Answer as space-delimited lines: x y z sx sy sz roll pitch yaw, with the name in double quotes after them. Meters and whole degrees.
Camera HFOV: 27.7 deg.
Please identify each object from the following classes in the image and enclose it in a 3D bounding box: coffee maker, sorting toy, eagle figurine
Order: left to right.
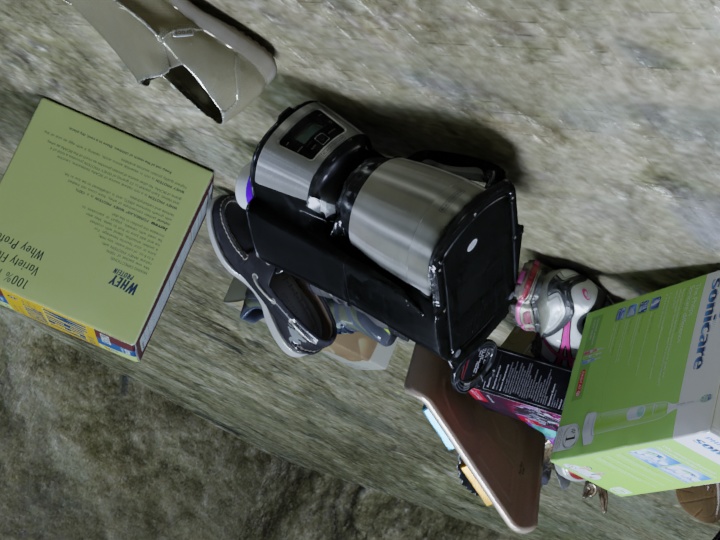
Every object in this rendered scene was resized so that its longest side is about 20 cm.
0.014 -0.017 1.162 0.200 0.193 0.135 28 -147 31 "coffee maker"
0.115 0.149 1.482 0.036 0.185 0.200 -32 107 23 "sorting toy"
0.217 0.212 1.842 0.199 0.152 0.152 11 -163 -3 "eagle figurine"

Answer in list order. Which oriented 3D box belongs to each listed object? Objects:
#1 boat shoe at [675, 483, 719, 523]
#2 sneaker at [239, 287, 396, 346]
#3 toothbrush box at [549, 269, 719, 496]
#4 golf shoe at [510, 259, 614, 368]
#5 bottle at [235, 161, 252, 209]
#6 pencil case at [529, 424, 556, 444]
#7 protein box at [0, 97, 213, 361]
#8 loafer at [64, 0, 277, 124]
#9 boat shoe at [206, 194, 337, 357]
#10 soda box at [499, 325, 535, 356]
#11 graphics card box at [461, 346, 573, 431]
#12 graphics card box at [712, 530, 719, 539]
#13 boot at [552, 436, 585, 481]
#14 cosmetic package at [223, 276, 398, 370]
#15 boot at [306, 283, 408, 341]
0.354 0.159 1.440 0.073 0.063 0.201 31 137 33 "boat shoe"
-0.049 0.053 1.650 0.199 0.081 0.074 20 167 29 "sneaker"
0.261 0.095 1.195 0.086 0.146 0.200 27 154 -20 "toothbrush box"
0.207 0.059 1.379 0.092 0.073 0.200 15 164 26 "golf shoe"
-0.022 -0.059 1.317 0.199 0.066 0.084 15 168 33 "bottle"
0.178 0.148 1.737 0.199 0.093 0.085 16 165 25 "pencil case"
-0.285 -0.038 1.545 0.198 0.201 0.135 23 167 -2 "protein box"
-0.156 -0.174 1.079 0.200 0.068 0.076 28 166 -20 "loafer"
-0.093 0.002 1.564 0.060 0.074 0.200 -20 101 49 "boat shoe"
0.228 0.110 1.523 0.200 0.068 0.064 7 141 51 "soda box"
0.203 0.127 1.384 0.199 0.051 0.125 15 168 19 "graphics card box"
0.408 0.238 1.436 0.051 0.200 0.126 39 170 10 "graphics card box"
0.310 0.175 1.521 0.199 0.073 0.144 -15 -170 -35 "boot"
-0.057 0.049 1.788 0.200 0.071 0.105 27 167 -18 "cosmetic package"
0.000 0.000 1.466 0.131 0.070 0.200 25 153 10 "boot"
